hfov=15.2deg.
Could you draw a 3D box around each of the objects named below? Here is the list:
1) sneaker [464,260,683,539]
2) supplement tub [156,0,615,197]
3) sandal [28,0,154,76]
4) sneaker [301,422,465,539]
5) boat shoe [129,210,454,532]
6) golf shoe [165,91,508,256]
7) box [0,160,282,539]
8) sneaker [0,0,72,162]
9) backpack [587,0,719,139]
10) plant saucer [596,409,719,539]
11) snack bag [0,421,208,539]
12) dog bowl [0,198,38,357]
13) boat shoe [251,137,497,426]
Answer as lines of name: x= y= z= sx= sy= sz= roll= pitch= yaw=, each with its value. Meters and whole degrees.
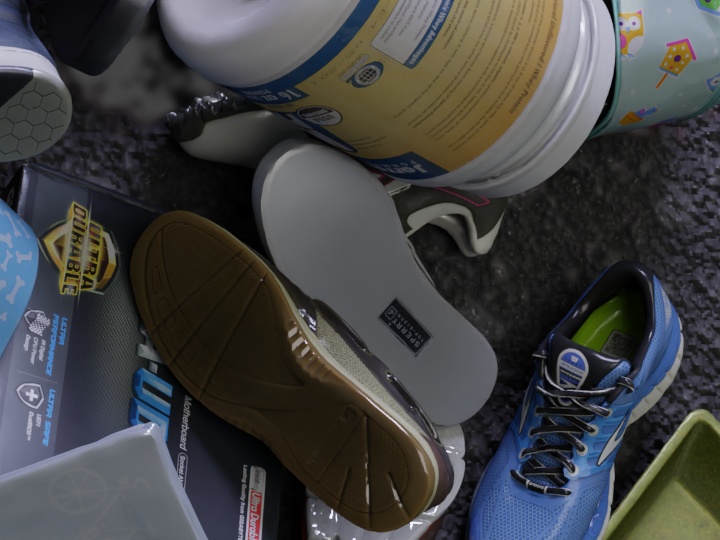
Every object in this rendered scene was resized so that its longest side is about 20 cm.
sneaker: x=0.108 y=0.078 z=1.443 sx=0.078 sy=0.089 sz=0.201 roll=17 pitch=65 yaw=22
supplement tub: x=0.016 y=-0.127 z=1.309 sx=0.199 sy=0.144 sz=0.146 roll=26 pitch=72 yaw=-41
sandal: x=-0.143 y=-0.153 z=1.321 sx=0.043 sy=0.200 sz=0.076 roll=26 pitch=103 yaw=-28
sneaker: x=-0.003 y=0.154 z=1.413 sx=0.077 sy=0.082 sz=0.201 roll=20 pitch=53 yaw=6
boat shoe: x=-0.034 y=0.051 z=1.323 sx=0.073 sy=0.065 sz=0.200 roll=-47 pitch=72 yaw=13
golf shoe: x=-0.006 y=-0.055 z=1.429 sx=0.199 sy=0.077 sz=0.089 roll=3 pitch=89 yaw=-24
box: x=-0.115 y=0.059 z=1.337 sx=0.158 sy=0.046 sz=0.201 roll=20 pitch=50 yaw=-20
sneaker: x=-0.250 y=-0.119 z=1.293 sx=0.201 sy=0.077 sz=0.147 roll=5 pitch=39 yaw=-26
backpack: x=0.140 y=-0.172 z=1.453 sx=0.152 sy=0.176 sz=0.202 roll=-5 pitch=88 yaw=-21
plant saucer: x=0.185 y=0.215 z=1.494 sx=0.200 sy=0.048 sz=0.200 roll=46 pitch=68 yaw=-13
snack bag: x=-0.156 y=0.160 z=1.267 sx=0.199 sy=0.021 sz=0.189 roll=-20 pitch=127 yaw=3
dog bowl: x=-0.221 y=0.046 z=1.293 sx=0.049 sy=0.111 sz=0.201 roll=32 pitch=82 yaw=-32
boat shoe: x=0.000 y=0.000 z=1.396 sx=0.072 sy=0.066 sz=0.200 roll=-48 pitch=127 yaw=-4
